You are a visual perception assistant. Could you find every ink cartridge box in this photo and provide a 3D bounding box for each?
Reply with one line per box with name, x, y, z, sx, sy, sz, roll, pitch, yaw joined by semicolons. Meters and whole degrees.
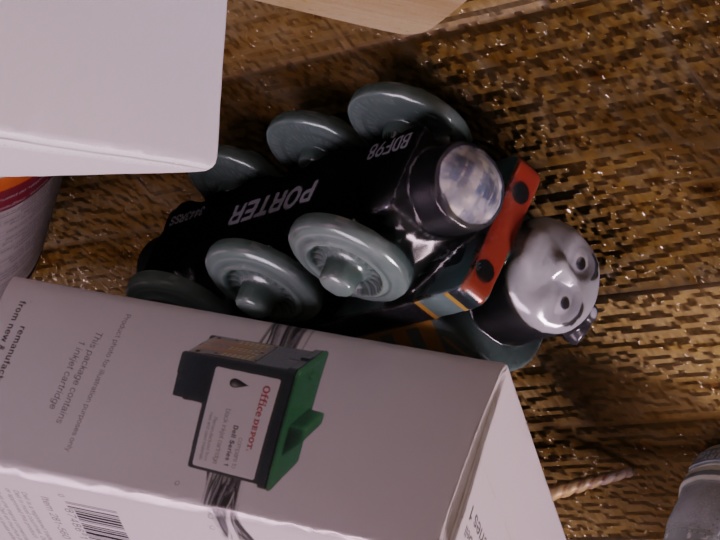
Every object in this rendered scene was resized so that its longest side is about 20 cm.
ink cartridge box;-0.034;0.088;1.101;0.199;0.085;0.146;9;149;21

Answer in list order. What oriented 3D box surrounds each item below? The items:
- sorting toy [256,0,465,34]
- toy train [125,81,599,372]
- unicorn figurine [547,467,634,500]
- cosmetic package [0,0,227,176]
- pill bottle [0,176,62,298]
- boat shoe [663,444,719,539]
sorting toy;-0.022;-0.152;0.800;0.199;0.070;0.199;11;154;-27
toy train;0.000;0.000;1.102;0.114;0.086;0.200;37;150;-25
unicorn figurine;-0.006;0.087;1.222;0.199;0.074;0.138;32;146;11
cosmetic package;-0.164;-0.119;0.957;0.199;0.168;0.166;1;176;45
pill bottle;-0.173;-0.039;1.190;0.109;0.110;0.200;34;149;5
boat shoe;0.169;0.157;1.140;0.070;0.072;0.201;-4;131;48
